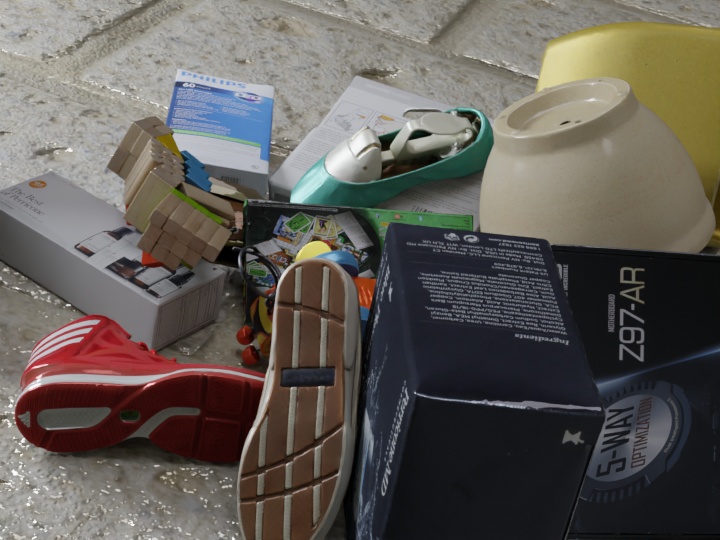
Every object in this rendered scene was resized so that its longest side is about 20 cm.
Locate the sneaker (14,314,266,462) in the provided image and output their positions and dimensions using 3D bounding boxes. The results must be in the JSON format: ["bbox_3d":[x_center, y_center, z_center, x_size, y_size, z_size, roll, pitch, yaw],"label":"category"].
[{"bbox_3d":[-0.141,0.070,1.029,0.198,0.079,0.116,6,31,-14],"label":"sneaker"}]

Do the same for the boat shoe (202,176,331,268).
[{"bbox_3d":[-0.065,-0.018,1.231,0.198,0.072,0.069,12,60,-5],"label":"boat shoe"}]

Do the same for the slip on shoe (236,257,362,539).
[{"bbox_3d":[-0.035,0.095,0.964,0.075,0.202,0.061,0,-16,14],"label":"slip on shoe"}]

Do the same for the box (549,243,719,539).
[{"bbox_3d":[0.189,0.087,1.021,0.158,0.203,0.043,4,-7,-16],"label":"box"}]

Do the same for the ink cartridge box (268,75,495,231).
[{"bbox_3d":[0.042,-0.089,1.342,0.198,0.045,0.177,20,47,20],"label":"ink cartridge box"}]

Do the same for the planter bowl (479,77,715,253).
[{"bbox_3d":[0.185,-0.078,1.212,0.198,0.136,0.201,-16,22,7],"label":"planter bowl"}]

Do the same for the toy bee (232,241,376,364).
[{"bbox_3d":[-0.042,0.031,1.119,0.199,0.108,0.132,30,41,-28],"label":"toy bee"}]

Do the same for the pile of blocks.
[{"bbox_3d":[-0.154,-0.048,1.154,0.082,0.062,0.201,24,23,-29],"label":"pile of blocks"}]

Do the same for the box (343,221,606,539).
[{"bbox_3d":[0.061,0.105,0.923,0.116,0.199,0.201,7,30,-9],"label":"box"}]

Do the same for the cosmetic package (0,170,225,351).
[{"bbox_3d":[-0.210,-0.011,1.169,0.199,0.051,0.082,28,32,25],"label":"cosmetic package"}]

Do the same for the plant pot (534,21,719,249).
[{"bbox_3d":[0.269,-0.141,1.405,0.198,0.197,0.195,16,5,19],"label":"plant pot"}]

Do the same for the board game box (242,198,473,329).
[{"bbox_3d":[0.000,0.000,1.196,0.198,0.023,0.106,4,74,-17],"label":"board game box"}]

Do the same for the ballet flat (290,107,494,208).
[{"bbox_3d":[0.027,-0.102,1.274,0.198,0.071,0.068,-18,50,-15],"label":"ballet flat"}]

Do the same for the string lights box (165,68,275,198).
[{"bbox_3d":[-0.137,-0.120,1.378,0.101,0.060,0.201,9,29,-6],"label":"string lights box"}]
